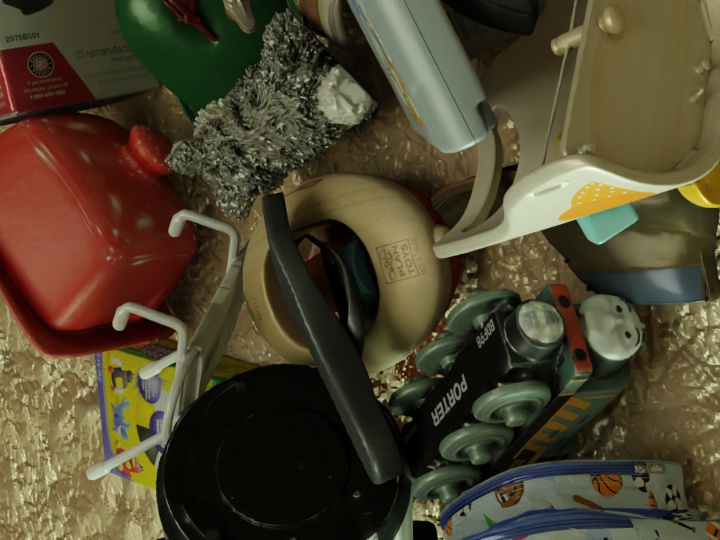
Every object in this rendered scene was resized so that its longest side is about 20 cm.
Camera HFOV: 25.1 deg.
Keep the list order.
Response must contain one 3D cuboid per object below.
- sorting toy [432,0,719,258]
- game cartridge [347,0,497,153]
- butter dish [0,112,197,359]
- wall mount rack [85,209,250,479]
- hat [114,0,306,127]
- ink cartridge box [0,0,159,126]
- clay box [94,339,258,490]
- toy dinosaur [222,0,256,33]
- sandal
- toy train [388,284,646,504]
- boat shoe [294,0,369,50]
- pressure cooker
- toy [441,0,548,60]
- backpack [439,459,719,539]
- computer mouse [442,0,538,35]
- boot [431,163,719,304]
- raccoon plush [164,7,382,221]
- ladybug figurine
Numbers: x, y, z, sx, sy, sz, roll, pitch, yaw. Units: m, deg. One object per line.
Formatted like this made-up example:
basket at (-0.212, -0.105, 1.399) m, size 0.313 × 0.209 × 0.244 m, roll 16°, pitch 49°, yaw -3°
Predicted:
sorting toy at (0.108, -0.082, 0.874) m, size 0.179 × 0.106 × 0.202 m, roll -27°, pitch 39°, yaw 48°
game cartridge at (0.022, -0.137, 0.895) m, size 0.134 × 0.041 × 0.200 m, roll 58°, pitch -178°, yaw -9°
butter dish at (-0.199, -0.052, 1.225) m, size 0.147 × 0.200 × 0.200 m, roll -38°, pitch 78°, yaw 21°
wall mount rack at (-0.138, 0.060, 1.171) m, size 0.074 × 0.201 × 0.175 m, roll 17°, pitch 129°, yaw 5°
hat at (-0.154, -0.170, 1.122) m, size 0.165 × 0.175 × 0.202 m, roll -11°, pitch 95°, yaw 45°
ink cartridge box at (-0.253, -0.220, 1.233) m, size 0.082 × 0.145 × 0.202 m, roll -10°, pitch 96°, yaw 45°
clay box at (-0.133, 0.125, 1.290) m, size 0.199 × 0.047 × 0.116 m, roll 12°, pitch 111°, yaw 44°
toy dinosaur at (-0.071, -0.252, 1.027) m, size 0.106 × 0.060 × 0.202 m, roll -111°, pitch 35°, yaw -69°
sandal at (-0.013, 0.040, 1.034) m, size 0.076 × 0.042 × 0.202 m, roll 90°, pitch 155°, yaw -71°
toy train at (0.092, 0.074, 0.973) m, size 0.200 × 0.113 × 0.086 m, roll 121°, pitch 139°, yaw -53°
boat shoe at (-0.016, -0.245, 1.036) m, size 0.071 × 0.075 × 0.202 m, roll 26°, pitch 117°, yaw 42°
pressure cooker at (-0.050, 0.184, 1.114) m, size 0.175 × 0.179 × 0.201 m, roll 33°, pitch 151°, yaw 25°
toy at (0.105, -0.209, 0.940) m, size 0.199 × 0.047 × 0.116 m, roll -26°, pitch 86°, yaw 40°
backpack at (0.118, 0.195, 0.953) m, size 0.200 × 0.189 × 0.155 m, roll -47°, pitch 53°, yaw 43°
computer mouse at (0.026, -0.208, 0.874) m, size 0.202 × 0.046 × 0.140 m, roll 62°, pitch 176°, yaw -7°
boot at (0.126, -0.020, 0.960) m, size 0.199 × 0.074 × 0.098 m, roll -9°, pitch 93°, yaw 45°
raccoon plush at (-0.065, -0.093, 1.046) m, size 0.134 × 0.200 × 0.097 m, roll -44°, pitch 92°, yaw 5°
ladybug figurine at (0.000, 0.000, 1.096) m, size 0.199 × 0.072 × 0.137 m, roll -14°, pitch 93°, yaw 47°
